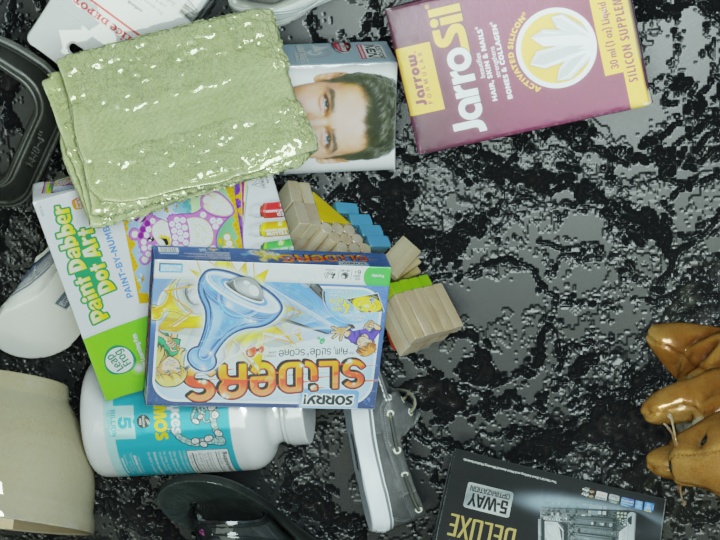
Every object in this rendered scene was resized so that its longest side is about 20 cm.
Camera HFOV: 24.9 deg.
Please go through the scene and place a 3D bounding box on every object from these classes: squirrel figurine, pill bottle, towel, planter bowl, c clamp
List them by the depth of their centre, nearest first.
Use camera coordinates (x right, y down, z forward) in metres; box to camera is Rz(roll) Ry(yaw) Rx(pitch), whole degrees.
[{"bbox_3d":[-0.146,-0.126,1.314,0.200,0.036,0.149,-18,79,-3],"label":"towel"},{"bbox_3d":[0.338,0.134,1.376,0.200,0.187,0.142,0,103,7],"label":"squirrel figurine"},{"bbox_3d":[-0.341,-0.153,1.450,0.171,0.027,0.200,27,127,1],"label":"c clamp"},{"bbox_3d":[-0.144,0.128,1.474,0.200,0.111,0.111,-4,102,7],"label":"pill bottle"},{"bbox_3d":[-0.333,0.162,1.476,0.200,0.200,0.135,5,78,6],"label":"planter bowl"}]

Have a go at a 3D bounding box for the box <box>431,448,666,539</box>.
[{"bbox_3d":[0.161,0.258,1.446,0.200,0.158,0.050,14,143,4],"label":"box"}]

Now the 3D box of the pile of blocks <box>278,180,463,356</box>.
[{"bbox_3d":[0.000,0.000,1.459,0.200,0.082,0.062,45,136,3],"label":"pile of blocks"}]

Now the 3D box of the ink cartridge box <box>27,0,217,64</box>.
[{"bbox_3d":[-0.186,-0.252,1.413,0.116,0.067,0.200,37,104,-3],"label":"ink cartridge box"}]

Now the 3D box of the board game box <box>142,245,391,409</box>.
[{"bbox_3d":[-0.080,0.050,1.381,0.200,0.034,0.136,1,112,-11],"label":"board game box"}]

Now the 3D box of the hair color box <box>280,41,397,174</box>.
[{"bbox_3d":[-0.071,-0.138,1.397,0.200,0.061,0.099,-3,115,-8],"label":"hair color box"}]

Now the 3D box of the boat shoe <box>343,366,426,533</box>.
[{"bbox_3d":[0.023,0.140,1.482,0.066,0.070,0.200,-11,99,-8],"label":"boat shoe"}]

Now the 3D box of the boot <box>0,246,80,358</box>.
[{"bbox_3d":[-0.265,0.002,1.486,0.073,0.090,0.200,33,133,-24],"label":"boot"}]

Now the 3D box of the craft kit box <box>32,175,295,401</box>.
[{"bbox_3d":[-0.154,-0.007,1.385,0.197,0.049,0.200,-16,117,-1],"label":"craft kit box"}]

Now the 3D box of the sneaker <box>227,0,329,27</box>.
[{"bbox_3d":[-0.023,-0.258,1.383,0.200,0.087,0.075,-27,96,11],"label":"sneaker"}]

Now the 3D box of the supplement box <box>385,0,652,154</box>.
[{"bbox_3d":[0.134,-0.187,1.371,0.200,0.103,0.131,-12,102,10],"label":"supplement box"}]

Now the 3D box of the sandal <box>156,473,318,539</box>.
[{"bbox_3d":[-0.098,0.250,1.498,0.200,0.048,0.075,33,122,-18],"label":"sandal"}]
